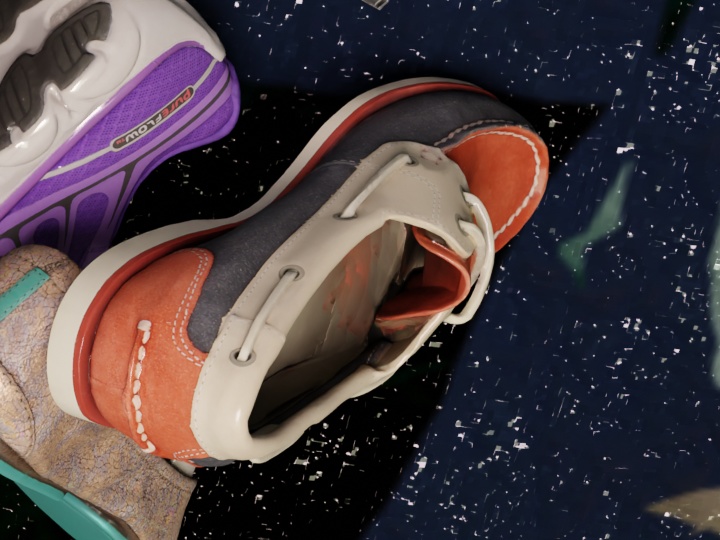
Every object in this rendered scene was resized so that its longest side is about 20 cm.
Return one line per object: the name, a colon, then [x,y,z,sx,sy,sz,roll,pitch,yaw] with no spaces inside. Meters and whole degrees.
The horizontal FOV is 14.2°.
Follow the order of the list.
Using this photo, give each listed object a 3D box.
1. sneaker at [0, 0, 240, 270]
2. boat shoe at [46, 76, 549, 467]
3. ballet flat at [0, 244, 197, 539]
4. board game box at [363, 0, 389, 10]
sneaker: [-0.115,-0.004,0.835,0.200,0.081,0.083,-37,133,18]
boat shoe: [0.000,0.000,0.794,0.063,0.200,0.071,14,116,32]
ballet flat: [-0.075,0.041,0.837,0.068,0.200,0.067,38,82,14]
board game box: [0.012,-0.179,0.766,0.135,0.028,0.200,31,112,-26]
